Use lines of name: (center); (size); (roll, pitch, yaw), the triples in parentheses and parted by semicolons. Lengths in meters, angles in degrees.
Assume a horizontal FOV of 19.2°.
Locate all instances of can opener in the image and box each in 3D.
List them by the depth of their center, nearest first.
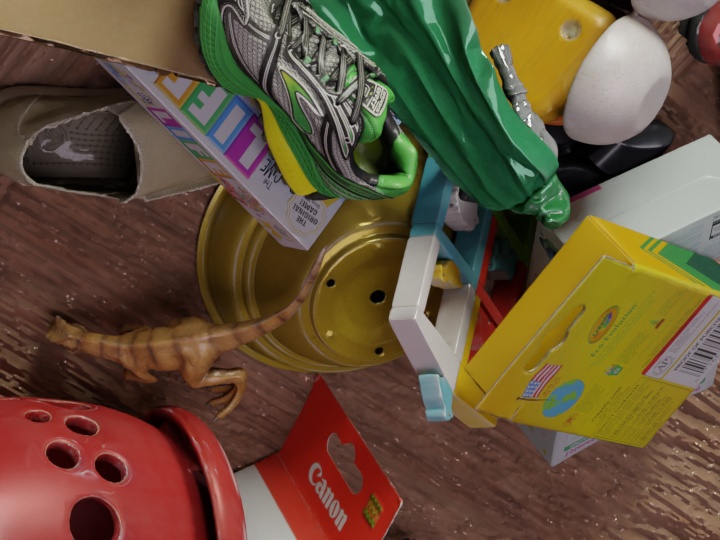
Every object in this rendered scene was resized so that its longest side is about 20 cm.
can opener: (0.117, -0.074, 1.358); (0.199, 0.063, 0.079); (-6, 140, -45)

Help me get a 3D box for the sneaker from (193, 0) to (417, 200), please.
sneaker: (-0.025, -0.117, 1.201); (0.200, 0.085, 0.078); (55, 53, -42)

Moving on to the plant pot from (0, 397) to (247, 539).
plant pot: (-0.178, 0.175, 1.344); (0.182, 0.200, 0.201); (-4, 120, -26)

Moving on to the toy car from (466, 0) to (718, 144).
toy car: (0.139, -0.178, 1.301); (0.201, 0.175, 0.150); (-62, 156, 14)

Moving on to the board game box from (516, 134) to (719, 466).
board game box: (0.180, 0.023, 1.423); (0.147, 0.064, 0.201); (-23, 142, -24)

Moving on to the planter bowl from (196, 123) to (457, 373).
planter bowl: (0.000, 0.000, 1.379); (0.199, 0.084, 0.201); (-10, 122, -17)

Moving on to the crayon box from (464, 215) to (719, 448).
crayon box: (0.150, 0.039, 1.310); (0.127, 0.051, 0.200); (-51, 146, 16)

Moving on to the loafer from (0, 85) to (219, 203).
loafer: (-0.133, -0.075, 1.292); (0.199, 0.068, 0.076); (-6, 121, -18)

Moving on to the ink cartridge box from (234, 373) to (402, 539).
ink cartridge box: (-0.063, 0.186, 1.414); (0.050, 0.162, 0.201); (16, 111, -31)

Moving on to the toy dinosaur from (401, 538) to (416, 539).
toy dinosaur: (-0.022, 0.269, 1.555); (0.200, 0.105, 0.182); (40, 117, 3)

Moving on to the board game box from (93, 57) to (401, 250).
board game box: (-0.063, -0.127, 1.271); (0.200, 0.034, 0.135); (45, 72, -30)

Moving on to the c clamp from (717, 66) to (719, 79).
c clamp: (0.274, -0.129, 1.445); (0.170, 0.027, 0.201); (-17, 122, -13)

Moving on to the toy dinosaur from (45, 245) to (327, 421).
toy dinosaur: (-0.100, 0.048, 1.346); (0.199, 0.061, 0.106); (-10, 153, 13)

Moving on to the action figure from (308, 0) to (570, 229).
action figure: (0.057, -0.103, 1.243); (0.118, 0.055, 0.200); (-29, 103, 43)

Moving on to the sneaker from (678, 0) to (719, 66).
sneaker: (0.304, -0.154, 1.374); (0.200, 0.098, 0.071); (-3, 119, -26)

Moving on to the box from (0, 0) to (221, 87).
box: (-0.133, -0.217, 1.184); (0.163, 0.021, 0.201); (11, 86, -27)

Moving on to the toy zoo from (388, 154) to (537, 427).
toy zoo: (0.066, 0.008, 1.346); (0.020, 0.201, 0.131); (-4, 146, 28)
